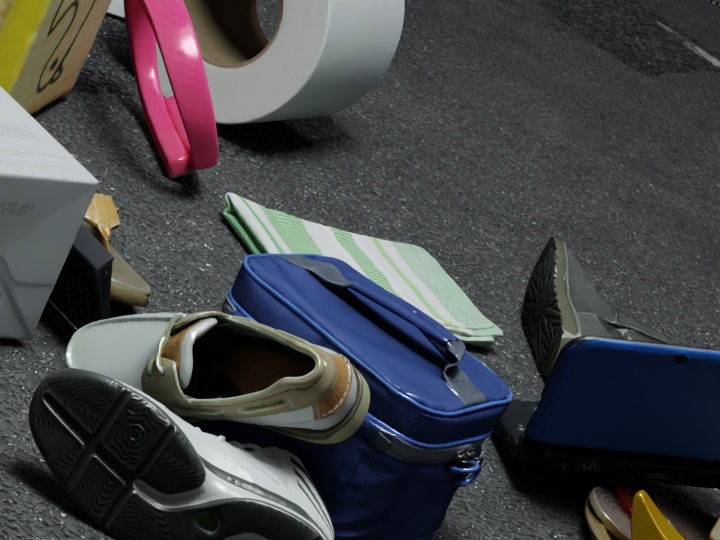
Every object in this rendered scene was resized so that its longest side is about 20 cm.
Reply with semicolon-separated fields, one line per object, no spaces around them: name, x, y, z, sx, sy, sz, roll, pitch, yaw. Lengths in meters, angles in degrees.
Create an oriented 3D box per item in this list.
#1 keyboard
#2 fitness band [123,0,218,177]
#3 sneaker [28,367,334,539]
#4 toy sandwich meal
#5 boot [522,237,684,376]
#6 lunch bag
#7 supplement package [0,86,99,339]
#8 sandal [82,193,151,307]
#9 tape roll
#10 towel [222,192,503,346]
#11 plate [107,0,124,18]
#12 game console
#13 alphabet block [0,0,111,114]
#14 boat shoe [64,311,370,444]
keyboard;-0.221;-0.049;1.716;0.021;0.127;0.200;-20;45;-33
fitness band;-0.149;-0.159;2.059;0.037;0.144;0.200;-12;33;-12
sneaker;-0.101;0.120;1.536;0.200;0.076;0.115;35;10;-2
toy sandwich meal;0.250;0.191;1.801;0.205;0.070;0.205;25;19;-9
boot;0.234;0.063;2.112;0.199;0.073;0.182;16;35;-13
lunch bag;-0.005;0.077;1.656;0.200;0.133;0.136;36;21;24
supplement package;-0.281;-0.061;1.654;0.121;0.120;0.200;4;30;-46
sandal;-0.198;-0.039;1.813;0.080;0.054;0.200;15;22;-32
tape roll;-0.080;-0.227;2.236;0.202;0.203;0.139;35;21;21
towel;0.000;0.000;2.031;0.199;0.023;0.153;13;23;-35
plate;-0.299;-0.302;2.392;0.199;0.032;0.200;15;22;-31
game console;0.207;0.086;1.850;0.199;0.119;0.171;7;14;-13
alphabet block;-0.297;-0.238;1.986;0.196;0.196;0.200;27;20;4
boat shoe;-0.094;0.054;1.578;0.199;0.075;0.068;5;-24;23
